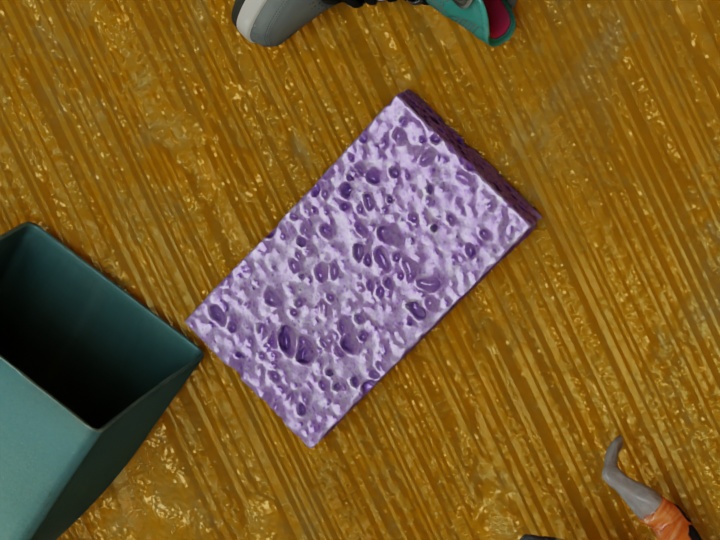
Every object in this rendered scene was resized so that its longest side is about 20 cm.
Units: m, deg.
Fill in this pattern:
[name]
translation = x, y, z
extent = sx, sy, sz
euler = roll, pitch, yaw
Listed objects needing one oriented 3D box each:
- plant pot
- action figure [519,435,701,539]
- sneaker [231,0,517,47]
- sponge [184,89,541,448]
[plant pot]
translation = -0.224, 0.104, 1.447
extent = 0.141, 0.141, 0.200
euler = 37, 117, 8
[action figure]
translation = 0.169, 0.223, 1.359
extent = 0.193, 0.105, 0.200
euler = 42, 108, 17
[sneaker]
translation = 0.030, -0.165, 1.340
extent = 0.200, 0.084, 0.121
euler = -41, 77, 20
[sponge]
translation = 0.000, 0.000, 1.407
extent = 0.112, 0.030, 0.200
euler = 46, 111, 5
